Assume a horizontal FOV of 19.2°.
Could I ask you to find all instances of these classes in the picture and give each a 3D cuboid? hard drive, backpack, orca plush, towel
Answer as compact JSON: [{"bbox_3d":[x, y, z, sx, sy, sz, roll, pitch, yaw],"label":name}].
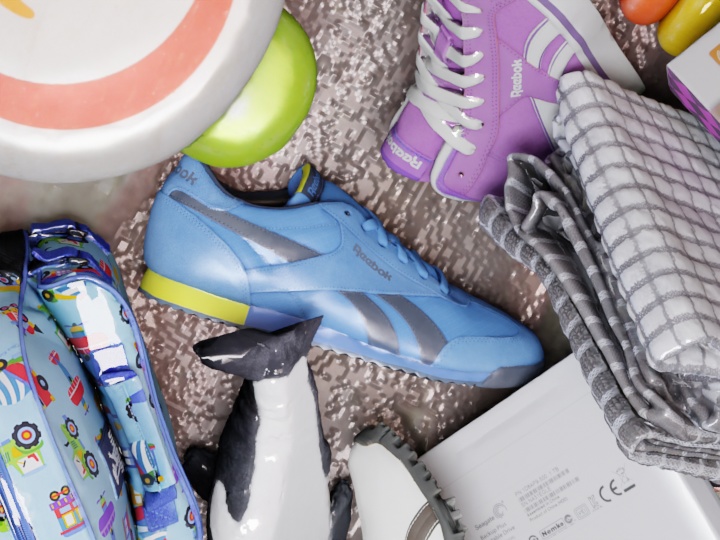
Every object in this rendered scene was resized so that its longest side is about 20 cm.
[{"bbox_3d":[0.118,0.145,0.972,0.132,0.027,0.200,-38,77,36],"label":"hard drive"},{"bbox_3d":[-0.145,0.081,0.893,0.134,0.200,0.183,-18,103,-5],"label":"backpack"},{"bbox_3d":[-0.062,0.101,0.976,0.105,0.071,0.200,-48,146,-33],"label":"orca plush"},{"bbox_3d":[0.157,0.019,0.934,0.200,0.166,0.086,16,130,-39],"label":"towel"}]

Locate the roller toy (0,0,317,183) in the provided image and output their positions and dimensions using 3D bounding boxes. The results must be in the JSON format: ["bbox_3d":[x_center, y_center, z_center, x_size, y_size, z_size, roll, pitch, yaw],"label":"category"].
[{"bbox_3d":[-0.122,-0.131,0.889,0.182,0.140,0.200,-12,94,-3],"label":"roller toy"}]

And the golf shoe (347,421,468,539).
[{"bbox_3d":[0.016,0.170,0.965,0.094,0.078,0.200,-17,77,-6],"label":"golf shoe"}]

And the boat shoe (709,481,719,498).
[{"bbox_3d":[0.172,0.074,1.028,0.200,0.071,0.063,-17,101,-3],"label":"boat shoe"}]

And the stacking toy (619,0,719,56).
[{"bbox_3d":[0.169,-0.115,0.957,0.200,0.085,0.085,36,92,-3],"label":"stacking toy"}]

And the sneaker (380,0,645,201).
[{"bbox_3d":[0.047,-0.090,0.925,0.114,0.073,0.200,-39,143,5],"label":"sneaker"}]

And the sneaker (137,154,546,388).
[{"bbox_3d":[0.000,0.000,0.978,0.200,0.066,0.079,17,94,-14],"label":"sneaker"}]

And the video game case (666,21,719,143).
[{"bbox_3d":[0.258,-0.067,0.875,0.181,0.036,0.200,-39,71,0],"label":"video game case"}]
